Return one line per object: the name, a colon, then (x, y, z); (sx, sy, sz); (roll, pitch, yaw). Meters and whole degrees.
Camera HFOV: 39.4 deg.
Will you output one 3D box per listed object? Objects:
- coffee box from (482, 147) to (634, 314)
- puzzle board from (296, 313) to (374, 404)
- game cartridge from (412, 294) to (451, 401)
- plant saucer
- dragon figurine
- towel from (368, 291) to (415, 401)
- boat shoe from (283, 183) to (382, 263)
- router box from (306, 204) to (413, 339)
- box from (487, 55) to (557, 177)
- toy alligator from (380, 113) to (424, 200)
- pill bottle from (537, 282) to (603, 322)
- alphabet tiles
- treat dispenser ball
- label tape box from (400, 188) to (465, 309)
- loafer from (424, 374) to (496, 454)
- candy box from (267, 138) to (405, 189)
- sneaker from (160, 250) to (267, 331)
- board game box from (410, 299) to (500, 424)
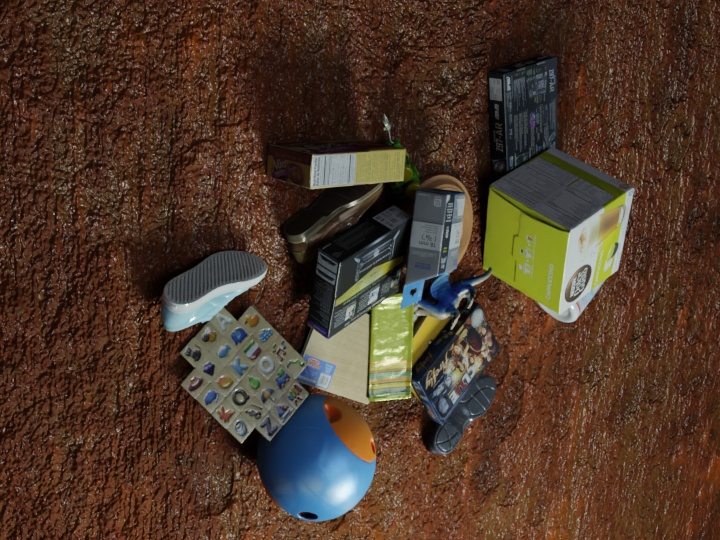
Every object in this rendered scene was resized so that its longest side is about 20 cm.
coffee box: (0.372, -0.078, 1.924); (0.196, 0.199, 0.203); (-31, 137, -31)
puzzle board: (-0.027, 0.142, 1.776); (0.198, 0.017, 0.153); (24, 87, -44)
game cartridge: (0.147, 0.161, 1.937); (0.178, 0.032, 0.200); (-55, 135, -15)
plant saucer: (0.140, -0.076, 1.852); (0.198, 0.032, 0.205); (-15, 113, -40)
dragon figurine: (0.159, 0.038, 1.853); (0.201, 0.099, 0.059); (-49, 168, -15)
towel: (0.056, 0.139, 1.810); (0.084, 0.018, 0.204); (-5, 109, -20)
boat shoe: (-0.041, -0.088, 1.658); (0.198, 0.072, 0.069); (-34, 129, -20)
router box: (0.000, 0.000, 1.677); (0.199, 0.052, 0.160); (-32, 143, -43)
box: (0.315, -0.297, 1.938); (0.159, 0.043, 0.204); (-24, 119, -36)
toy alligator: (0.059, -0.182, 1.730); (0.053, 0.060, 0.201); (-23, 129, 12)
pill bottle: (0.462, 0.003, 2.127); (0.200, 0.108, 0.110); (-48, 130, -22)
alphabet tiles: (-0.180, 0.162, 1.576); (0.200, 0.006, 0.167); (46, 70, -11)
treat dispenser ball: (-0.072, 0.306, 1.654); (0.198, 0.199, 0.205); (-15, 113, -39)
label tape box: (0.127, -0.036, 1.733); (0.144, 0.062, 0.205); (-16, 114, -71)
loafer: (0.194, 0.285, 2.010); (0.072, 0.063, 0.200); (48, 62, -9)
candy box: (-0.037, -0.171, 1.596); (0.197, 0.116, 0.058); (-8, 108, -41)
sneaker: (-0.227, 0.032, 1.529); (0.198, 0.074, 0.083); (-23, 148, -42)
board game box: (0.181, 0.175, 1.928); (0.201, 0.034, 0.136); (-49, 133, -21)
